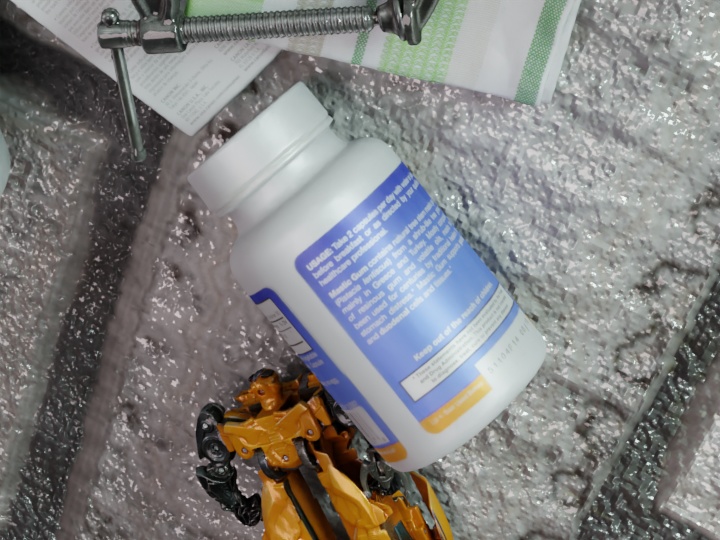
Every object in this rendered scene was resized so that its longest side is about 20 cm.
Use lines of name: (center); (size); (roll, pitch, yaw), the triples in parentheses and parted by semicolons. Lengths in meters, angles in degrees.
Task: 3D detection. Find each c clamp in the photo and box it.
c clamp: (-0.044, -0.143, 0.794); (0.198, 0.027, 0.172); (-6, 124, 15)

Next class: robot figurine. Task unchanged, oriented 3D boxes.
robot figurine: (-0.016, 0.143, 0.988); (0.144, 0.058, 0.202); (-17, 107, 28)

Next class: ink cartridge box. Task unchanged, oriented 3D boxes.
ink cartridge box: (-0.111, -0.183, 0.838); (0.199, 0.057, 0.162); (39, 124, -19)

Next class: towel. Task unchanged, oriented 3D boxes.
towel: (0.017, -0.158, 0.799); (0.198, 0.031, 0.150); (11, 129, -5)

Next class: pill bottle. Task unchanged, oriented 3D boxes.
pill bottle: (0.000, 0.000, 0.881); (0.112, 0.112, 0.201); (-35, 97, 32)

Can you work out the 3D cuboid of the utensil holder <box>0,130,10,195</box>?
utensil holder: (-0.303, -0.119, 0.890); (0.168, 0.171, 0.201); (4, 131, 21)
